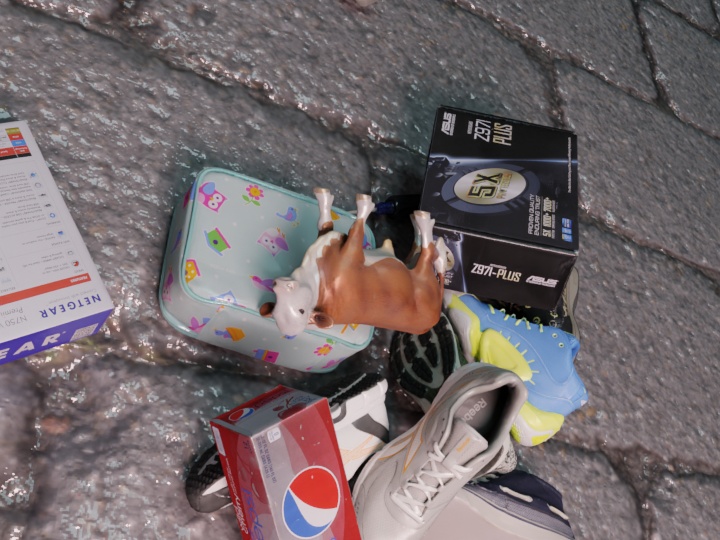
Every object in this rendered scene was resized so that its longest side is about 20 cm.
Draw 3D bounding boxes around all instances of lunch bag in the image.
[{"bbox_3d":[-0.078,-0.002,0.759,0.198,0.077,0.162,19,51,-26],"label":"lunch bag"}]

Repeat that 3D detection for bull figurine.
[{"bbox_3d":[0.000,0.000,0.704,0.198,0.065,0.123,11,89,-44],"label":"bull figurine"}]

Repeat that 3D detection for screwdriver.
[{"bbox_3d":[0.006,-0.062,0.893,0.029,0.028,0.199,37,33,31],"label":"screwdriver"}]

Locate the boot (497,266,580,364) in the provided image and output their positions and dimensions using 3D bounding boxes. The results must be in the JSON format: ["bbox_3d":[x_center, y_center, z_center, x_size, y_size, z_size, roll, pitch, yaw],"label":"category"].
[{"bbox_3d":[0.169,0.033,0.928,0.153,0.074,0.205,32,43,-12],"label":"boot"}]

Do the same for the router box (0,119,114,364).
[{"bbox_3d":[-0.312,-0.013,0.609,0.198,0.049,0.181,-18,74,-43],"label":"router box"}]

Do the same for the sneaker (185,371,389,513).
[{"bbox_3d":[-0.049,0.156,0.682,0.198,0.073,0.081,-21,104,-32],"label":"sneaker"}]

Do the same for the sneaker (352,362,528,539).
[{"bbox_3d":[0.061,0.152,0.667,0.075,0.092,0.201,38,76,0],"label":"sneaker"}]

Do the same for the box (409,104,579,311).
[{"bbox_3d":[0.144,-0.073,0.886,0.161,0.087,0.202,12,47,3],"label":"box"}]

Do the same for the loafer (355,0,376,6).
[{"bbox_3d":[-0.008,-0.446,1.098,0.202,0.069,0.070,69,12,13],"label":"loafer"}]

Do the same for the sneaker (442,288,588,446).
[{"bbox_3d":[0.160,0.078,0.848,0.104,0.076,0.201,-25,59,-5],"label":"sneaker"}]

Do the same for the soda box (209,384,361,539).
[{"bbox_3d":[-0.044,0.192,0.604,0.069,0.063,0.203,-22,106,-35],"label":"soda box"}]

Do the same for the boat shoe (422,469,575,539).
[{"bbox_3d":[0.112,0.221,0.773,0.198,0.075,0.093,27,26,-13],"label":"boat shoe"}]

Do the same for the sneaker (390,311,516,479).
[{"bbox_3d":[0.093,0.122,0.812,0.088,0.076,0.201,40,21,-48],"label":"sneaker"}]
